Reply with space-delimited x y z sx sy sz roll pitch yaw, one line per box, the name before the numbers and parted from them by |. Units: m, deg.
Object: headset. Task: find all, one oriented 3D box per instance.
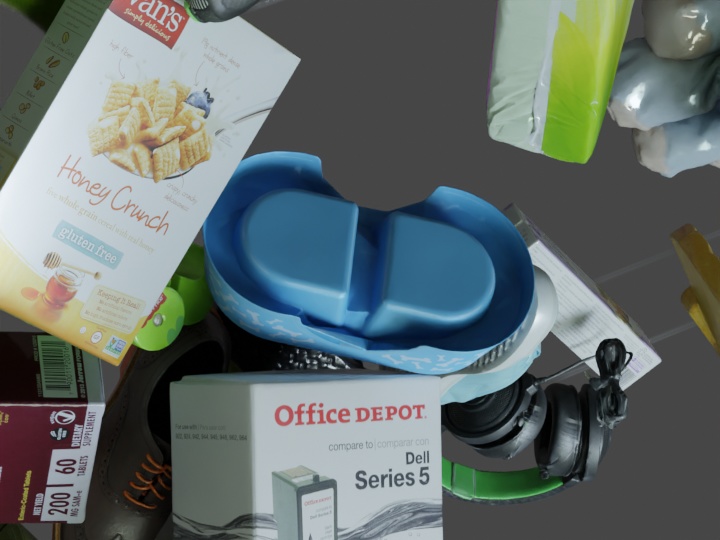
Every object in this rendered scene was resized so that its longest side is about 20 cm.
headset | 0.116 0.110 1.752 0.123 0.094 0.200 19 138 -24

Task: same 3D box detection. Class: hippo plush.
hippo plush | 0.259 -0.088 1.583 0.199 0.161 0.160 -12 139 -21

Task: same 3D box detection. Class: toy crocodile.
toy crocodile | -0.162 0.002 1.493 0.199 0.067 0.062 13 95 -41

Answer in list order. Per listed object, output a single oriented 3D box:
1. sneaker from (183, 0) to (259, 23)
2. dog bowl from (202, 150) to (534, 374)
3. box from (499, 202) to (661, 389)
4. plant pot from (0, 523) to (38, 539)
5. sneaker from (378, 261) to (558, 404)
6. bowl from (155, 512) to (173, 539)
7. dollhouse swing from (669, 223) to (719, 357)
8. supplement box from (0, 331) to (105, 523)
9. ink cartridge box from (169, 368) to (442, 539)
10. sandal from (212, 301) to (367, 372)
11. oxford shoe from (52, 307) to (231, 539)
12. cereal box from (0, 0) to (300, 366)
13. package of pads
sneaker | -0.006 -0.188 1.355 0.199 0.084 0.077 -32 139 -4
dog bowl | 0.000 0.000 1.534 0.199 0.112 0.050 13 148 -10
box | 0.137 0.020 1.726 0.041 0.039 0.200 -39 142 10
plant pot | -0.226 0.251 1.656 0.199 0.200 0.190 -28 130 -2
sneaker | 0.085 0.034 1.650 0.082 0.074 0.200 -9 170 -28
bowl | -0.038 0.189 1.658 0.200 0.091 0.202 -12 137 -11
dollhouse swing | 0.318 0.043 1.737 0.181 0.200 0.176 -21 141 -10
supplement box | -0.253 0.090 1.504 0.199 0.061 0.109 1 135 -14
ink cartridge box | -0.030 0.160 1.530 0.145 0.084 0.201 -1 90 -39
sandal | -0.031 0.068 1.669 0.075 0.045 0.200 -33 125 6
oxford shoe | -0.133 0.115 1.575 0.071 0.073 0.201 17 99 -20
cereal box | -0.132 -0.062 1.403 0.144 0.039 0.201 30 91 -49
package of pads | 0.117 -0.182 1.398 0.068 0.155 0.201 12 137 7
